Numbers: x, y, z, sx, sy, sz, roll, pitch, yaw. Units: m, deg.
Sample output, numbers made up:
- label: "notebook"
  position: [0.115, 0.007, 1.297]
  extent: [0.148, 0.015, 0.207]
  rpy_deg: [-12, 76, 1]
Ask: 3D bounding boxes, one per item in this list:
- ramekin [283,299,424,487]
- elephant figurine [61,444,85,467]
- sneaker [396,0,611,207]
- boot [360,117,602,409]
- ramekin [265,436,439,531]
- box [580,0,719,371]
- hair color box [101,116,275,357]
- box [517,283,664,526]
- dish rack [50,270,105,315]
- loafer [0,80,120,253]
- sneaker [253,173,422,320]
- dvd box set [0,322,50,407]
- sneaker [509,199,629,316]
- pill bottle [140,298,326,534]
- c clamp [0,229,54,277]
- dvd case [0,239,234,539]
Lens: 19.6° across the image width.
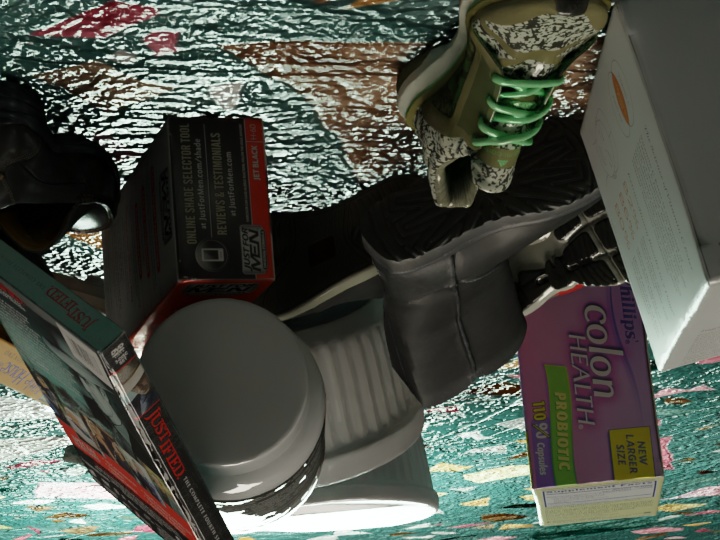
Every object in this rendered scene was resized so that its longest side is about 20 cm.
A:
- label: "ramekin"
  position: [-0.060, 0.071, 1.461]
  extent: [0.200, 0.105, 0.200]
  rpy_deg: [-8, -164, 2]
- label: "elephant figurine"
  position: [-0.170, 0.104, 1.694]
  extent: [0.141, 0.155, 0.200]
  rpy_deg: [36, 166, 23]
- label: "sneaker"
  position: [0.078, -0.086, 1.069]
  extent: [0.077, 0.089, 0.200]
  rpy_deg: [0, 163, -16]
- label: "boot"
  position: [0.088, 0.000, 1.299]
  extent: [0.165, 0.066, 0.200]
  rpy_deg: [-20, 148, -2]
- label: "ramekin"
  position: [-0.021, 0.205, 2.120]
  extent: [0.202, 0.094, 0.202]
  rpy_deg: [-4, 166, -1]
- label: "box"
  position: [0.194, -0.050, 1.086]
  extent: [0.106, 0.152, 0.200]
  rpy_deg: [-15, 166, -3]
- label: "hair color box"
  position: [-0.109, -0.014, 1.265]
  extent: [0.061, 0.102, 0.200]
  rpy_deg: [0, 165, -18]
- label: "box"
  position: [0.172, 0.093, 1.595]
  extent: [0.097, 0.176, 0.200]
  rpy_deg: [-6, 165, 4]
- label: "dish rack"
  position: [-0.268, 0.024, 1.475]
  extent: [0.172, 0.044, 0.200]
  rpy_deg: [-13, 162, 28]
- label: "loafer"
  position: [-0.189, -0.044, 1.185]
  extent: [0.073, 0.072, 0.200]
  rpy_deg: [-9, 165, 15]
- label: "sneaker"
  position: [0.000, 0.000, 1.390]
  extent: [0.200, 0.075, 0.106]
  rpy_deg: [-17, 157, 36]
- label: "dvd box set"
  position: [-0.243, 0.006, 1.237]
  extent: [0.029, 0.146, 0.200]
  rpy_deg: [-39, 161, 1]
- label: "sneaker"
  position: [0.156, -0.026, 1.392]
  extent: [0.200, 0.077, 0.085]
  rpy_deg: [-18, -177, 37]
- label: "pill bottle"
  position: [-0.077, 0.087, 1.238]
  extent: [0.114, 0.114, 0.200]
  rpy_deg: [-4, 165, -3]
- label: "c clamp"
  position: [-0.196, 0.010, 1.241]
  extent: [0.027, 0.171, 0.200]
  rpy_deg: [-32, 156, 4]
- label: "dvd case"
  position: [-0.138, 0.078, 1.135]
  extent: [0.146, 0.022, 0.200]
  rpy_deg: [31, 154, 44]
